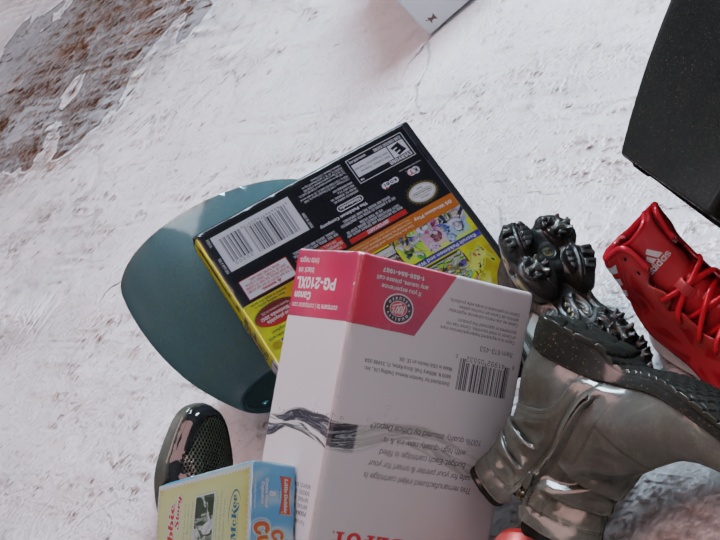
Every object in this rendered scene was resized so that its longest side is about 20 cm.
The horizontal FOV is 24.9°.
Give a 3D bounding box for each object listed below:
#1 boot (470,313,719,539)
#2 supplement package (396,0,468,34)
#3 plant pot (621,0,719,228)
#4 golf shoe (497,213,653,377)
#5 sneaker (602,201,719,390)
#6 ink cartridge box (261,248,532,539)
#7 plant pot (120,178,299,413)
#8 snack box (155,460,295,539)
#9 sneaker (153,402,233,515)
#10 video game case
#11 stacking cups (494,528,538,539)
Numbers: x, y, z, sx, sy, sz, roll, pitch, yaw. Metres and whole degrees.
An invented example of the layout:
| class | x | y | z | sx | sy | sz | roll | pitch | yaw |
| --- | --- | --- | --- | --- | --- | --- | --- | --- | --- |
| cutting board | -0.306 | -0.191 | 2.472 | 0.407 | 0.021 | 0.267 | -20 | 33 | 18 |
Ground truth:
| class | x | y | z | sx | sy | sz | roll | pitch | yaw |
| --- | --- | --- | --- | --- | --- | --- | --- | --- | --- |
| boot | 0.161 | 0.120 | 0.987 | 0.200 | 0.067 | 0.131 | 29 | 104 | 44 |
| supplement package | 0.052 | -0.393 | 1.703 | 0.147 | 0.191 | 0.200 | -39 | 29 | 15 |
| plant pot | 0.281 | -0.092 | 1.003 | 0.178 | 0.199 | 0.200 | -53 | 27 | 9 |
| golf shoe | 0.145 | 0.058 | 1.121 | 0.095 | 0.077 | 0.201 | 101 | 160 | -49 |
| sneaker | 0.211 | 0.027 | 1.007 | 0.078 | 0.116 | 0.200 | -49 | 28 | -6 |
| ink cartridge box | 0.020 | 0.098 | 1.071 | 0.084 | 0.144 | 0.201 | 4 | 82 | 57 |
| plant pot | -0.083 | 0.038 | 1.357 | 0.200 | 0.200 | 0.135 | -36 | 64 | 18 |
| snack box | -0.089 | 0.227 | 1.022 | 0.116 | 0.037 | 0.201 | -21 | 62 | 49 |
| sneaker | -0.099 | 0.197 | 1.216 | 0.114 | 0.076 | 0.201 | -11 | 69 | 37 |
| video game case | 0.000 | 0.000 | 1.253 | 0.199 | 0.026 | 0.181 | -29 | 66 | -14 |
| stacking cups | 0.073 | 0.243 | 0.971 | 0.060 | 0.060 | 0.201 | -18 | 38 | 42 |
